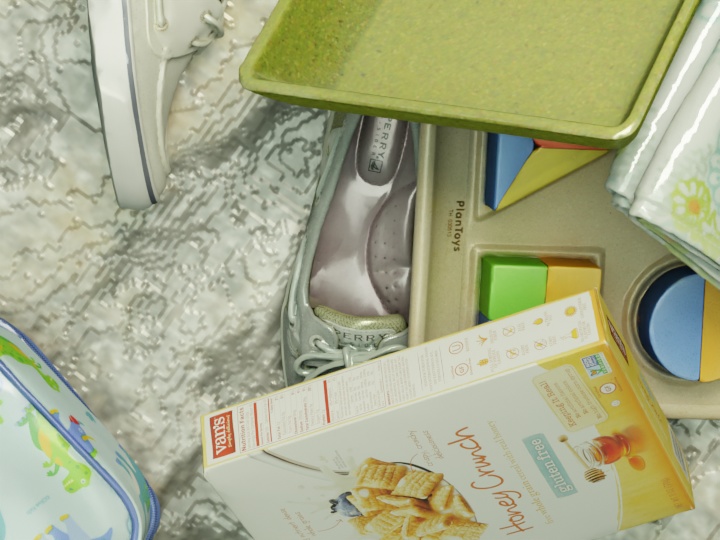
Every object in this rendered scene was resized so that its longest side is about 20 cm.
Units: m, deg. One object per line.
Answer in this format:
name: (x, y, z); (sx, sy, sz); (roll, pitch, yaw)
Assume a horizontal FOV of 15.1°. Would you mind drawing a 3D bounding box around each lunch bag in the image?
lunch bag: (-0.208, 0.135, 1.329); (0.200, 0.082, 0.161); (-43, 93, 8)

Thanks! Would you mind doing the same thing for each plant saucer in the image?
plant saucer: (0.074, -0.132, 1.224); (0.199, 0.048, 0.200); (10, 57, 30)

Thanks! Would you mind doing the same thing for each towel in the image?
towel: (0.210, -0.073, 1.235); (0.171, 0.048, 0.200); (35, 82, -42)

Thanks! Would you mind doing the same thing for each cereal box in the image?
cereal box: (0.042, 0.091, 1.279); (0.200, 0.040, 0.144); (-19, 138, 13)

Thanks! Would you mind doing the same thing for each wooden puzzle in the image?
wooden puzzle: (0.124, -0.020, 1.283); (0.200, 0.046, 0.186); (1, 98, -12)

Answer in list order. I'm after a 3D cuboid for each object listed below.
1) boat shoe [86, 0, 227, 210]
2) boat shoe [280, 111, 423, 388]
boat shoe: (-0.096, -0.129, 1.294); (0.070, 0.071, 0.200); (-4, 98, -5)
boat shoe: (0.002, -0.001, 1.307); (0.074, 0.065, 0.202); (10, 99, 2)
